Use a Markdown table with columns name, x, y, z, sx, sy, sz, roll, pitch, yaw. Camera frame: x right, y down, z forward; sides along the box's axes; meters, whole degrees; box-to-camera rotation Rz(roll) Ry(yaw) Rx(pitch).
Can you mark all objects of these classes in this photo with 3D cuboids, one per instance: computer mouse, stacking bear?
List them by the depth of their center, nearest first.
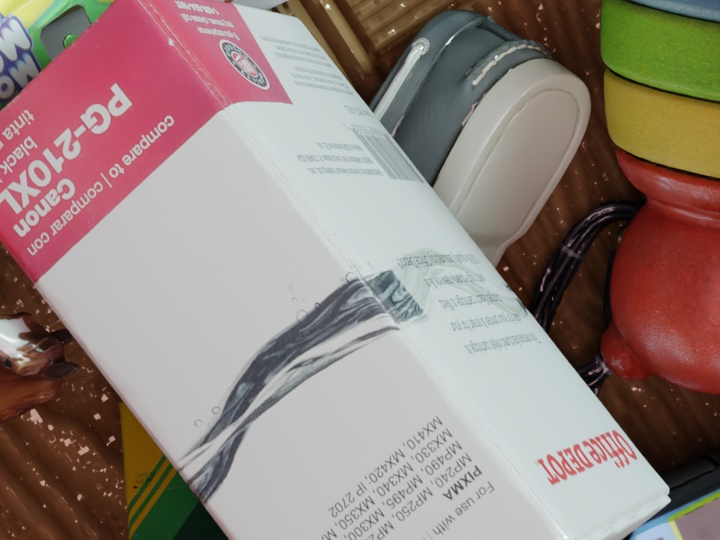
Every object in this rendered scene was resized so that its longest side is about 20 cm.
| name | x | y | z | sx | sy | sz | roll | pitch | yaw |
| --- | --- | --- | --- | --- | --- | --- | --- | --- | --- |
| stacking bear | 0.127 | -0.058 | 0.860 | 0.121 | 0.114 | 0.201 | 5 | 104 | -4 |
| computer mouse | 0.084 | 0.075 | 0.923 | 0.058 | 0.034 | 0.201 | 0 | 101 | -3 |

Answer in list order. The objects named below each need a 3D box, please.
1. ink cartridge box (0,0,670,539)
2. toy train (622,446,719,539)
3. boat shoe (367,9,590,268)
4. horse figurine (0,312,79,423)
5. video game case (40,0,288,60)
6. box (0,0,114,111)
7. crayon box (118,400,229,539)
| name | x | y | z | sx | sy | sz | roll | pitch | yaw |
| --- | --- | --- | --- | --- | --- | --- | --- | --- | --- |
| ink cartridge box | -0.010 | 0.020 | 0.784 | 0.084 | 0.145 | 0.200 | -41 | 80 | 14 |
| toy train | 0.175 | 0.098 | 0.884 | 0.199 | 0.087 | 0.115 | -25 | 95 | -2 |
| boat shoe | 0.000 | 0.000 | 0.899 | 0.062 | 0.073 | 0.200 | 44 | 107 | 32 |
| horse figurine | -0.183 | 0.053 | 0.794 | 0.132 | 0.050 | 0.200 | 22 | 127 | -20 |
| video game case | -0.088 | -0.165 | 0.835 | 0.181 | 0.036 | 0.201 | -23 | 103 | 19 |
| box | -0.141 | -0.139 | 0.777 | 0.117 | 0.048 | 0.200 | -39 | 99 | -27 |
| crayon box | -0.034 | 0.166 | 0.836 | 0.058 | 0.173 | 0.201 | -9 | 121 | -3 |
